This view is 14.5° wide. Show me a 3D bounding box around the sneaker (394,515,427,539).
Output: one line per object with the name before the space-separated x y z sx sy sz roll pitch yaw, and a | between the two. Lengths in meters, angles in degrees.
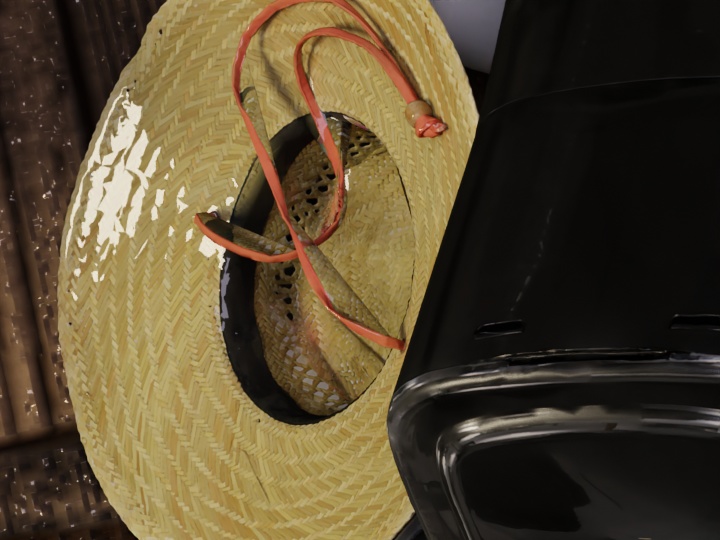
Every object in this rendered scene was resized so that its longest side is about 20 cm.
sneaker | 0.085 0.074 0.852 0.200 0.116 0.075 -30 85 -6

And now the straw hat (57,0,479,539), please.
straw hat | 0.000 0.000 0.871 0.085 0.201 0.202 3 79 -46

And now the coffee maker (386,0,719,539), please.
coffee maker | 0.075 -0.018 0.740 0.192 0.134 0.200 44 41 -28

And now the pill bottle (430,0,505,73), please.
pill bottle | 0.083 -0.107 0.879 0.199 0.113 0.114 16 81 0
